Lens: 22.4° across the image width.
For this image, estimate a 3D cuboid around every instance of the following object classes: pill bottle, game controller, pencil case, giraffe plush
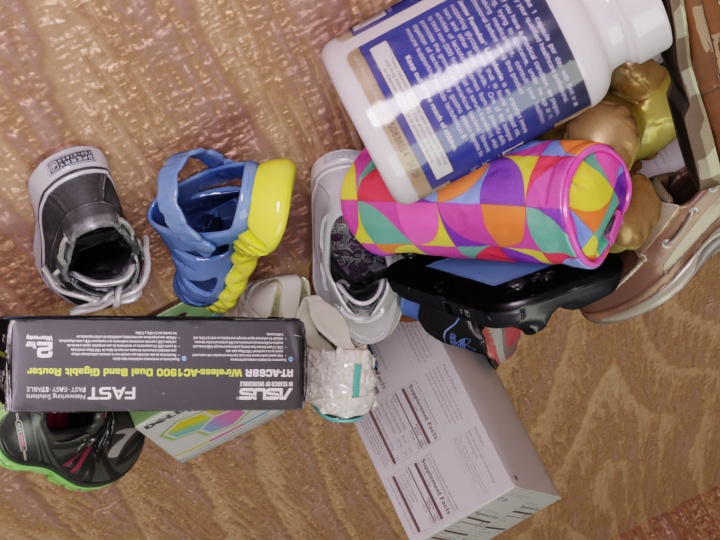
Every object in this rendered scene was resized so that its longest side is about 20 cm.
[{"bbox_3d":[0.085,-0.135,1.136,0.199,0.116,0.116,-28,160,3],"label":"pill bottle"},{"bbox_3d":[0.095,0.002,1.240,0.104,0.042,0.200,-28,-162,-17],"label":"game controller"},{"bbox_3d":[0.081,-0.046,1.202,0.199,0.089,0.088,5,-175,43],"label":"pencil case"},{"bbox_3d":[0.175,-0.105,1.298,0.162,0.172,0.201,-42,154,-22],"label":"giraffe plush"}]

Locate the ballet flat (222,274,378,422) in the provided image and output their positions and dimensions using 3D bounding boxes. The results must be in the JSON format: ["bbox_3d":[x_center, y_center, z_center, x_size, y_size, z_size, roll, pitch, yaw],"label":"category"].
[{"bbox_3d":[-0.042,0.041,1.358,0.071,0.200,0.072,-16,122,-26],"label":"ballet flat"}]

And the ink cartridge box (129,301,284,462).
[{"bbox_3d":[-0.137,0.092,1.489,0.103,0.060,0.200,-27,160,0],"label":"ink cartridge box"}]

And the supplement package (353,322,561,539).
[{"bbox_3d":[0.076,0.142,1.670,0.110,0.201,0.156,-31,160,14],"label":"supplement package"}]

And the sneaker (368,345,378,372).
[{"bbox_3d":[-0.044,0.070,1.533,0.082,0.074,0.200,-27,159,6],"label":"sneaker"}]

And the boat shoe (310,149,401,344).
[{"bbox_3d":[0.000,0.000,1.343,0.071,0.069,0.201,-2,140,-2],"label":"boat shoe"}]

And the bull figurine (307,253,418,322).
[{"bbox_3d":[0.040,0.000,1.482,0.121,0.065,0.199,-40,157,26],"label":"bull figurine"}]

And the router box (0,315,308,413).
[{"bbox_3d":[-0.148,0.062,1.241,0.198,0.063,0.150,0,180,-15],"label":"router box"}]

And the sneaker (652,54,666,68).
[{"bbox_3d":[0.256,-0.203,1.199,0.087,0.076,0.200,36,136,-18],"label":"sneaker"}]

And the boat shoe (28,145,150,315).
[{"bbox_3d":[-0.171,-0.008,1.194,0.073,0.068,0.200,-20,159,-16],"label":"boat shoe"}]

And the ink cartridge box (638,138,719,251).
[{"bbox_3d":[0.222,-0.058,1.476,0.200,0.126,0.128,-39,157,28],"label":"ink cartridge box"}]

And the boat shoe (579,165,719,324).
[{"bbox_3d":[0.230,-0.040,1.340,0.200,0.076,0.072,-41,112,18],"label":"boat shoe"}]

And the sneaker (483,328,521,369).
[{"bbox_3d":[0.135,0.030,1.660,0.086,0.074,0.200,-31,161,0],"label":"sneaker"}]

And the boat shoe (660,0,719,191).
[{"bbox_3d":[0.227,-0.149,1.168,0.068,0.072,0.201,-17,125,2],"label":"boat shoe"}]

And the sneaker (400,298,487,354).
[{"bbox_3d":[0.117,-0.025,1.393,0.200,0.078,0.070,-53,157,-13],"label":"sneaker"}]

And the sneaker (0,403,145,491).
[{"bbox_3d":[-0.223,0.125,1.443,0.083,0.077,0.200,-29,161,18],"label":"sneaker"}]

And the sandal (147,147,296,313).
[{"bbox_3d":[-0.105,-0.032,1.235,0.086,0.080,0.200,15,154,-10],"label":"sandal"}]
